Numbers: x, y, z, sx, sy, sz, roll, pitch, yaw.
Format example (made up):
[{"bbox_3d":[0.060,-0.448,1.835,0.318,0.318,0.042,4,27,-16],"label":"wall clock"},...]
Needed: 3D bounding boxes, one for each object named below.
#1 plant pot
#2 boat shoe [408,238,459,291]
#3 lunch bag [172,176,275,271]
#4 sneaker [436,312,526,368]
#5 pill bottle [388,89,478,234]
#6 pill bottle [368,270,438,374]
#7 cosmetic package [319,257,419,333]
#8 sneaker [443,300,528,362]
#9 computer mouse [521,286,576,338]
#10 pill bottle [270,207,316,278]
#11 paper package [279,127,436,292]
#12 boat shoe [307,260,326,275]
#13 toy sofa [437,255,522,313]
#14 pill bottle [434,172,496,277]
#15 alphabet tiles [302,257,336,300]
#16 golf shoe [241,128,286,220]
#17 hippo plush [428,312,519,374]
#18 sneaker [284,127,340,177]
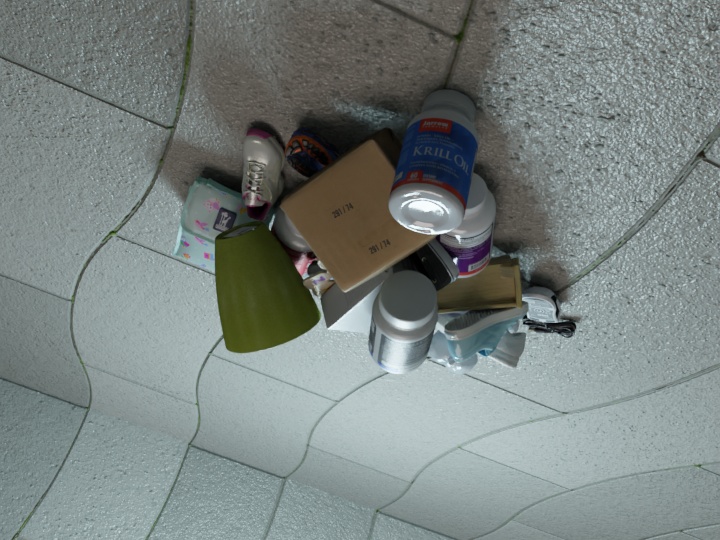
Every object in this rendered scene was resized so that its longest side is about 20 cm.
[{"bbox_3d":[-0.188,0.019,1.615,0.186,0.187,0.201,-5,109,34],"label":"plant pot"},{"bbox_3d":[0.085,-0.051,1.502,0.200,0.057,0.069,49,163,8],"label":"boat shoe"},{"bbox_3d":[-0.263,-0.086,1.719,0.169,0.122,0.200,23,143,-5],"label":"lunch bag"},{"bbox_3d":[0.226,0.107,1.690,0.199,0.089,0.075,28,176,-14],"label":"sneaker"},{"bbox_3d":[0.112,-0.163,1.294,0.111,0.201,0.112,10,150,6],"label":"pill bottle"},{"bbox_3d":[0.073,0.089,1.522,0.113,0.114,0.200,14,151,4],"label":"pill bottle"},{"bbox_3d":[0.025,0.033,1.592,0.101,0.074,0.200,11,143,-40],"label":"cosmetic package"},{"bbox_3d":[0.233,0.112,1.631,0.074,0.199,0.082,17,120,54],"label":"sneaker"},{"bbox_3d":[0.367,0.075,1.763,0.109,0.044,0.200,9,157,22],"label":"computer mouse"},{"bbox_3d":[-0.115,-0.068,1.678,0.112,0.113,0.200,19,152,-6],"label":"pill bottle"},{"bbox_3d":[0.008,-0.094,1.405,0.199,0.103,0.191,-33,97,23],"label":"paper package"},{"bbox_3d":[-0.012,-0.012,1.693,0.199,0.057,0.068,2,175,-32],"label":"boat shoe"},{"bbox_3d":[0.197,0.029,1.633,0.199,0.083,0.098,-6,-169,5],"label":"toy sofa"},{"bbox_3d":[0.173,-0.080,1.510,0.112,0.113,0.200,10,151,11],"label":"pill bottle"},{"bbox_3d":[0.000,0.000,1.615,0.195,0.015,0.200,-26,148,11],"label":"alphabet tiles"},{"bbox_3d":[-0.175,-0.165,1.562,0.075,0.092,0.200,13,150,9],"label":"golf shoe"},{"bbox_3d":[0.216,0.125,1.769,0.159,0.161,0.200,12,157,41],"label":"hippo plush"},{"bbox_3d":[-0.045,-0.173,1.497,0.075,0.079,0.200,-30,126,22],"label":"sneaker"}]
